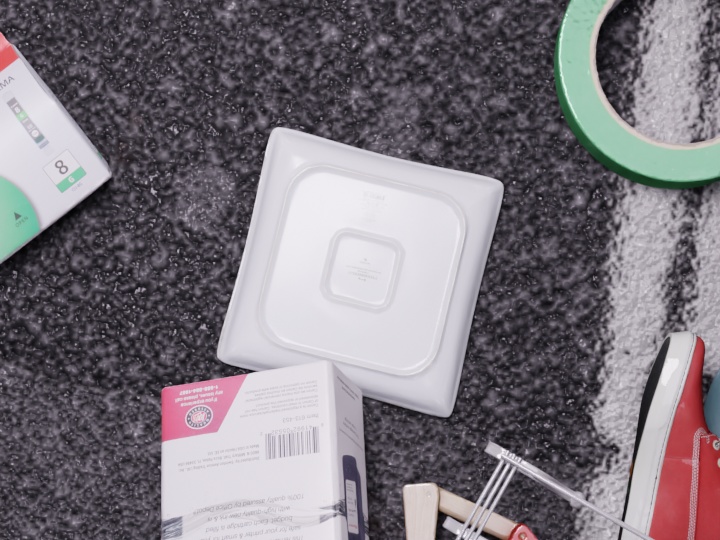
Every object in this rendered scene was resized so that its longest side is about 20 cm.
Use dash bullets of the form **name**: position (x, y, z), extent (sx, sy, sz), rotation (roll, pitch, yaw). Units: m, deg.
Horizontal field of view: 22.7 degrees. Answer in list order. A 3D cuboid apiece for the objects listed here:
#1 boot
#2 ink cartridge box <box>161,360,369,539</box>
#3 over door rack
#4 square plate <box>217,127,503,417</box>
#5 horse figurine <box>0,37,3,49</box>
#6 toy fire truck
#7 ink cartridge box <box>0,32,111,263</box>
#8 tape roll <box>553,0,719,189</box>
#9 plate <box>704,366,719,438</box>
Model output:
- **boot**: position (0.285, 0.153, 1.408), extent (0.143, 0.072, 0.202), rotation (9, 98, 7)
- **ink cartridge box**: position (-0.072, 0.185, 1.374), extent (0.144, 0.084, 0.202), rotation (-10, 66, 16)
- **over door rack**: position (0.149, 0.241, 1.356), extent (0.199, 0.067, 0.148), rotation (28, 84, 26)
- **square plate**: position (0.000, 0.000, 1.457), extent (0.198, 0.028, 0.200), rotation (14, 87, 2)
- **horse figurine**: position (-0.371, -0.214, 1.473), extent (0.132, 0.050, 0.201), rotation (-21, 84, -4)
- **toy fire truck**: position (0.041, 0.220, 1.429), extent (0.200, 0.049, 0.141), rotation (38, 87, 5)
- **ink cartridge box**: position (-0.322, -0.107, 1.437), extent (0.161, 0.050, 0.200), rotation (-37, 106, -1)
- **tape roll**: position (0.257, -0.169, 1.452), extent (0.199, 0.048, 0.202), rotation (0, 85, 2)
- **plate**: position (0.374, 0.131, 1.437), extent (0.198, 0.026, 0.202), rotation (0, 86, 1)
